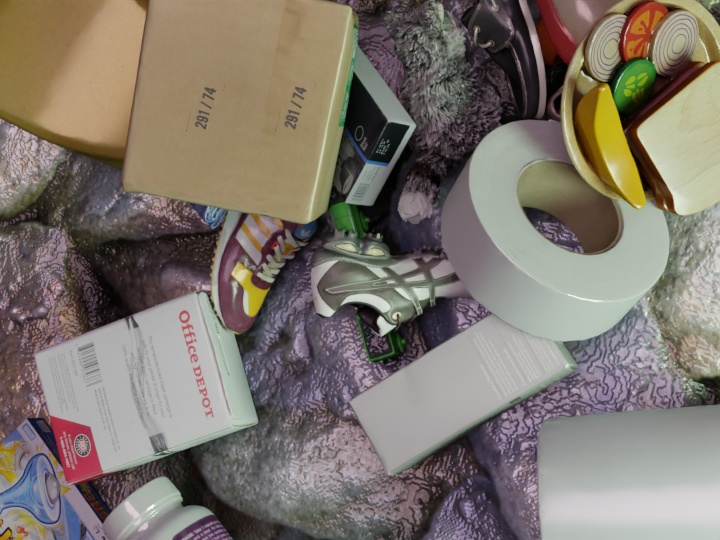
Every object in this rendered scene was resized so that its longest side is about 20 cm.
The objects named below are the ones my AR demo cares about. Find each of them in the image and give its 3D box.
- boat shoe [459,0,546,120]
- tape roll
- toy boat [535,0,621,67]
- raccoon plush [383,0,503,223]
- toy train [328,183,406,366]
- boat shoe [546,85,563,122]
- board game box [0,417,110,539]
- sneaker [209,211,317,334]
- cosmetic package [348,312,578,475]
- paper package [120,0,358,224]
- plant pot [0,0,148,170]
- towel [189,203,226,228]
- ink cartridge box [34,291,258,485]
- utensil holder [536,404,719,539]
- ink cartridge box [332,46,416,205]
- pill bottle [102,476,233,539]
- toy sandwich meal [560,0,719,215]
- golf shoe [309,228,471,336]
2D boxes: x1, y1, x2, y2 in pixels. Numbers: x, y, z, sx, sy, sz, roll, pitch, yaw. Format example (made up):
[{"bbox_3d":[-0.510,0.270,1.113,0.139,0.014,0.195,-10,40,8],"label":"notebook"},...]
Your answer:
[{"bbox_3d":[0.130,-0.238,1.012,0.067,0.072,0.202,-18,96,-5],"label":"boat shoe"},{"bbox_3d":[0.176,-0.040,0.955,0.201,0.071,0.204,10,54,-14],"label":"tape roll"},{"bbox_3d":[0.208,-0.252,1.010,0.129,0.131,0.201,2,51,-21],"label":"toy boat"},{"bbox_3d":[0.064,-0.163,0.997,0.096,0.134,0.201,-15,42,32],"label":"raccoon plush"},{"bbox_3d":[0.000,0.000,1.067,0.041,0.056,0.202,-19,79,13],"label":"toy train"},{"bbox_3d":[0.278,-0.160,1.004,0.198,0.059,0.073,-3,83,16],"label":"boat shoe"},{"bbox_3d":[-0.346,0.281,1.144,0.135,0.034,0.200,-44,74,7],"label":"board game box"},{"bbox_3d":[-0.094,-0.030,1.088,0.089,0.075,0.202,8,87,22],"label":"sneaker"},{"bbox_3d":[0.098,0.110,1.001,0.199,0.107,0.091,-35,76,11],"label":"cosmetic package"},{"bbox_3d":[-0.107,-0.157,0.962,0.189,0.104,0.202,11,100,0],"label":"paper package"},{"bbox_3d":[-0.254,-0.201,1.094,0.199,0.195,0.195,32,93,15],"label":"plant pot"},{"bbox_3d":[-0.125,-0.151,1.092,0.201,0.024,0.147,-57,30,6],"label":"towel"},{"bbox_3d":[-0.223,0.124,1.102,0.199,0.083,0.146,-20,78,12],"label":"ink cartridge box"},{"bbox_3d":[0.263,0.203,0.911,0.198,0.170,0.172,-5,82,16],"label":"utensil holder"},{"bbox_3d":[-0.021,-0.166,1.042,0.100,0.039,0.201,-61,41,32],"label":"ink cartridge box"},{"bbox_3d":[-0.168,0.310,1.051,0.112,0.112,0.200,-43,75,7],"label":"pill bottle"},{"bbox_3d":[0.266,-0.141,0.915,0.203,0.070,0.207,-7,109,-22],"label":"toy sandwich meal"},{"bbox_3d":[0.044,0.020,1.015,0.198,0.078,0.095,9,82,-14],"label":"golf shoe"}]
